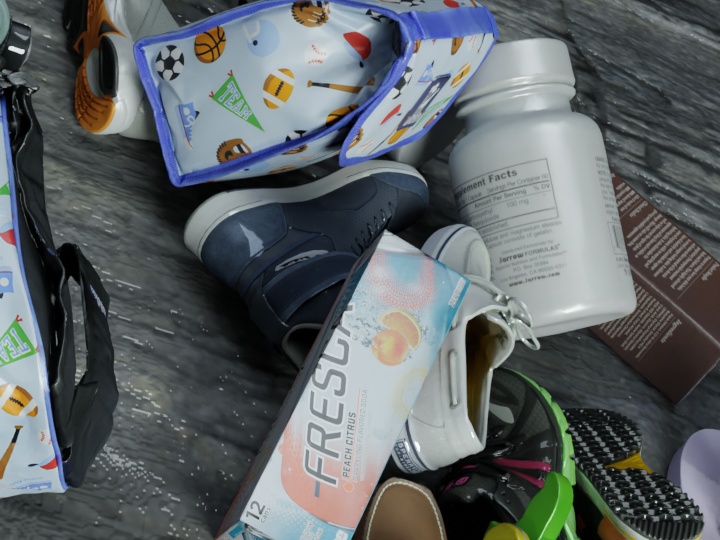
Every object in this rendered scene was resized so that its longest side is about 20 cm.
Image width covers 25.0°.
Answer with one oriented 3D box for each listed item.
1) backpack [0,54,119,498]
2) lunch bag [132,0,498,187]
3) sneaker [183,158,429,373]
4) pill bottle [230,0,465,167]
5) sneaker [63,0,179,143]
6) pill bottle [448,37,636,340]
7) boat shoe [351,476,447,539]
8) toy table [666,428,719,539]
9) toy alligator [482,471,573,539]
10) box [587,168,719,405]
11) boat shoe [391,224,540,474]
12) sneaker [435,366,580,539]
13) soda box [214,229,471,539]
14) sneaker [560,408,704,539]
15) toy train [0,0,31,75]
[{"bbox_3d":[-0.206,0.024,0.830,0.153,0.201,0.191,-18,56,-9],"label":"backpack"},{"bbox_3d":[-0.020,-0.132,1.097,0.170,0.199,0.125,-24,97,-64],"label":"lunch bag"},{"bbox_3d":[-0.001,0.001,1.089,0.201,0.077,0.146,-16,52,-39],"label":"sneaker"},{"bbox_3d":[-0.002,-0.178,1.266,0.200,0.113,0.112,49,39,17],"label":"pill bottle"},{"bbox_3d":[-0.159,-0.166,1.178,0.091,0.076,0.201,18,47,-33],"label":"sneaker"},{"bbox_3d":[0.124,-0.057,1.165,0.114,0.114,0.202,-4,79,-40],"label":"pill bottle"},{"bbox_3d":[0.027,0.193,0.902,0.075,0.074,0.201,14,40,-9],"label":"boat shoe"},{"bbox_3d":[0.298,0.166,1.113,0.183,0.117,0.201,4,47,-34],"label":"toy table"},{"bbox_3d":[0.078,0.211,0.914,0.059,0.054,0.202,26,71,-38],"label":"toy alligator"},{"bbox_3d":[0.207,-0.001,1.265,0.200,0.075,0.100,41,37,12],"label":"box"},{"bbox_3d":[0.076,0.040,1.042,0.075,0.085,0.203,59,32,-31],"label":"boat shoe"},{"bbox_3d":[0.087,0.135,1.019,0.083,0.077,0.201,20,38,-25],"label":"sneaker"},{"bbox_3d":[-0.009,0.080,0.943,0.063,0.068,0.201,29,65,-7],"label":"soda box"},{"bbox_3d":[0.159,0.160,1.059,0.069,0.091,0.200,2,19,-13],"label":"sneaker"},{"bbox_3d":[-0.306,-0.143,1.000,0.199,0.115,0.085,17,4,-30],"label":"toy train"}]
